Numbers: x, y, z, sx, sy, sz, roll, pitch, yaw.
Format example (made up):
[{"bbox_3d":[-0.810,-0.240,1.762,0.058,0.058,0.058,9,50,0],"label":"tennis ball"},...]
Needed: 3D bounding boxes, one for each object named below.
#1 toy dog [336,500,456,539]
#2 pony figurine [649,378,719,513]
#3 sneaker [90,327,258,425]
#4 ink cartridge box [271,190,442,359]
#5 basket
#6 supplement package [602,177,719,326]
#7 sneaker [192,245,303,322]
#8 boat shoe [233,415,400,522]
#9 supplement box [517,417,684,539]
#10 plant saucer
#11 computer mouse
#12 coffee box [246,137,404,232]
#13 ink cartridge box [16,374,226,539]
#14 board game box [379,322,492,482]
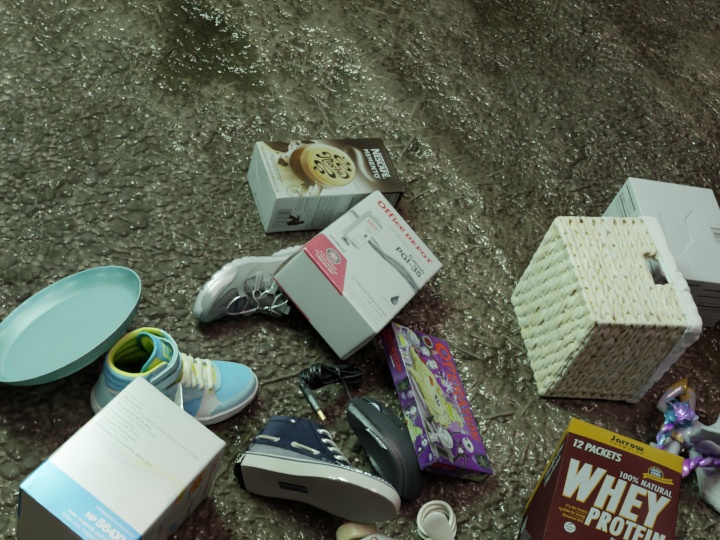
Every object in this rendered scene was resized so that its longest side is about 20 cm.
[{"bbox_3d":[0.063,0.320,1.064,0.200,0.096,0.132,-11,58,-28],"label":"toy dog"},{"bbox_3d":[0.468,0.232,1.275,0.193,0.167,0.200,15,43,36],"label":"pony figurine"},{"bbox_3d":[-0.205,0.119,1.103,0.200,0.131,0.080,-5,53,-25],"label":"sneaker"},{"bbox_3d":[0.000,0.000,1.268,0.147,0.083,0.200,49,41,-1],"label":"ink cartridge box"},{"bbox_3d":[0.331,0.053,1.317,0.161,0.200,0.198,2,51,-17],"label":"basket"},{"bbox_3d":[0.489,-0.029,1.500,0.155,0.111,0.200,7,51,-15],"label":"supplement package"},{"bbox_3d":[-0.124,0.026,1.245,0.200,0.075,0.082,-23,61,-34],"label":"sneaker"},{"bbox_3d":[-0.039,0.219,1.090,0.200,0.075,0.093,10,42,19],"label":"boat shoe"},{"bbox_3d":[0.251,0.315,1.061,0.133,0.197,0.200,19,47,8],"label":"supplement box"},{"bbox_3d":[-0.339,0.066,1.100,0.200,0.027,0.200,-17,33,11],"label":"plant saucer"},{"bbox_3d":[0.007,0.184,1.149,0.140,0.046,0.200,12,41,-53],"label":"computer mouse"},{"bbox_3d":[-0.052,-0.127,1.395,0.200,0.080,0.113,-6,54,-24],"label":"coffee box"},{"bbox_3d":[-0.242,0.222,1.006,0.125,0.129,0.200,36,50,10],"label":"ink cartridge box"},{"bbox_3d":[0.095,0.166,1.214,0.120,0.032,0.200,26,37,-46],"label":"board game box"}]
